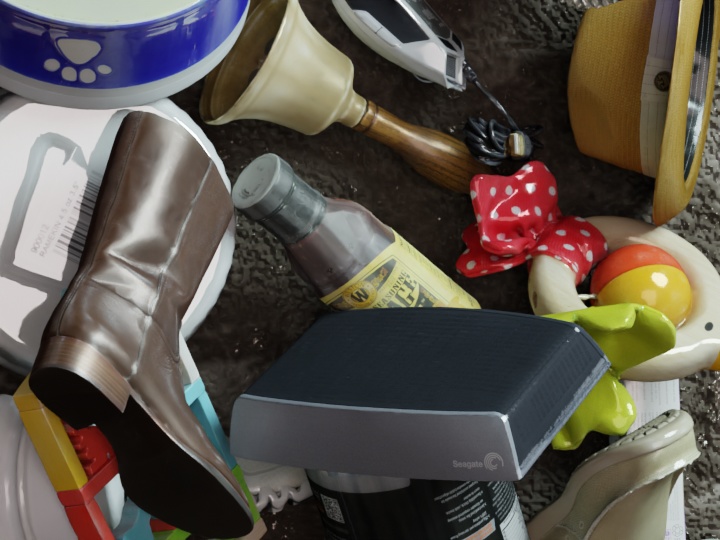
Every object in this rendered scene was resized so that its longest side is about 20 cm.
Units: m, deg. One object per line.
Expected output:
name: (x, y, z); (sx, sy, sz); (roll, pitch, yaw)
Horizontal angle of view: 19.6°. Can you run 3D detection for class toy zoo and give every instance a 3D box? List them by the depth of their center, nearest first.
toy zoo: (-0.129, 0.100, 1.201); (0.131, 0.020, 0.201); (-45, 118, -51)

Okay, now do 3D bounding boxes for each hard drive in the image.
hard drive: (0.030, 0.068, 1.213); (0.135, 0.199, 0.042); (-44, 126, -45)

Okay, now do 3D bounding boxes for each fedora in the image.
fedora: (0.180, -0.130, 1.331); (0.081, 0.201, 0.202); (8, 89, 15)

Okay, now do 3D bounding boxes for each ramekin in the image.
ramekin: (-0.170, -0.027, 1.285); (0.199, 0.098, 0.202); (0, 91, -12)

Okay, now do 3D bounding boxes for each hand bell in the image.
hand bell: (0.007, -0.095, 1.339); (0.200, 0.104, 0.104); (28, 85, -23)

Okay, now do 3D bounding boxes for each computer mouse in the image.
computer mouse: (0.037, -0.140, 1.338); (0.044, 0.110, 0.200); (-42, 87, 17)

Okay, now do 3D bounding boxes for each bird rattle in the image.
bird rattle: (0.150, 0.017, 1.319); (0.162, 0.200, 0.113); (0, 127, -18)

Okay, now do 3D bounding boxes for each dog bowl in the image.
dog bowl: (-0.160, -0.198, 1.247); (0.199, 0.079, 0.201); (5, 57, -8)

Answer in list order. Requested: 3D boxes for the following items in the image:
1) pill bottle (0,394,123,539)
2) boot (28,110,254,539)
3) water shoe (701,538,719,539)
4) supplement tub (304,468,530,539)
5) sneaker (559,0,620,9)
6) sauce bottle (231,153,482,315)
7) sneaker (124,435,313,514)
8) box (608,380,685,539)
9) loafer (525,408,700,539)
pill bottle: (-0.249, 0.133, 1.231); (0.199, 0.114, 0.115); (-5, 92, 12)
boot: (-0.099, 0.029, 1.198); (0.187, 0.064, 0.201); (53, 37, -37)
water shoe: (0.186, 0.256, 1.369); (0.071, 0.079, 0.200); (42, 83, -8)
supplement tub: (0.042, 0.163, 1.301); (0.122, 0.123, 0.201); (-21, 114, -10)
sneaker: (0.143, -0.221, 1.300); (0.099, 0.200, 0.070); (-21, 116, -15)
sauce bottle: (0.000, 0.000, 1.303); (0.200, 0.066, 0.066); (37, 83, -32)
sneaker: (-0.116, 0.120, 1.315); (0.199, 0.075, 0.081); (-1, 82, -12)
box: (0.187, 0.098, 1.379); (0.041, 0.039, 0.201); (-2, 86, -12)
loafer: (0.164, 0.151, 1.306); (0.075, 0.200, 0.068); (-27, 74, -28)
